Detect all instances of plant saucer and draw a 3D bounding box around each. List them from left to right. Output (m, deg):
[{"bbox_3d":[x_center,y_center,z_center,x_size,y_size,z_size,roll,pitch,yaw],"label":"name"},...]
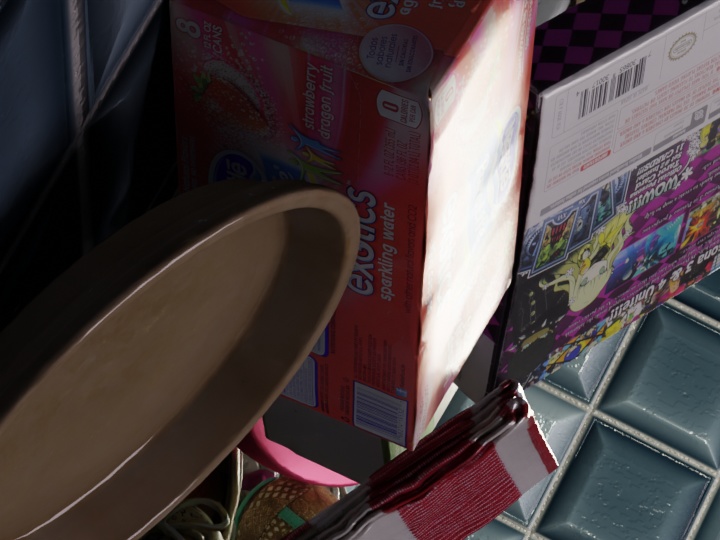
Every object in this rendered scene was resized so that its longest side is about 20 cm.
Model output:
[{"bbox_3d":[-0.080,0.041,0.958,0.200,0.029,0.200,-40,163,-15],"label":"plant saucer"}]

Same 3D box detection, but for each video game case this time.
[{"bbox_3d":[0.124,-0.054,1.180,0.200,0.036,0.182,-30,146,-29],"label":"video game case"}]

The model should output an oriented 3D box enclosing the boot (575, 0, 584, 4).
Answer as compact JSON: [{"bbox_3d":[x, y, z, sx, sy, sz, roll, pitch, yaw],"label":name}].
[{"bbox_3d":[0.135,-0.110,1.481,0.107,0.075,0.201,-54,162,-38],"label":"boot"}]

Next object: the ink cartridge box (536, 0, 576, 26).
[{"bbox_3d":[0.082,-0.163,1.492,0.201,0.083,0.146,-62,174,-14],"label":"ink cartridge box"}]

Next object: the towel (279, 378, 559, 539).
[{"bbox_3d":[-0.004,0.125,1.217,0.200,0.023,0.144,-36,163,-2],"label":"towel"}]

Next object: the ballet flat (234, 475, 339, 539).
[{"bbox_3d":[0.000,0.173,1.390,0.071,0.065,0.200,-49,140,-12],"label":"ballet flat"}]

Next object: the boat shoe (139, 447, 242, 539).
[{"bbox_3d":[-0.091,0.110,1.284,0.200,0.073,0.063,-80,-172,-72],"label":"boat shoe"}]

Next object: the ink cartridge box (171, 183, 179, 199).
[{"bbox_3d":[-0.049,-0.036,1.161,0.161,0.050,0.200,-61,161,-20],"label":"ink cartridge box"}]

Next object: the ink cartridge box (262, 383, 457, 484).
[{"bbox_3d":[0.030,-0.020,1.230,0.200,0.067,0.117,-58,161,-26],"label":"ink cartridge box"}]

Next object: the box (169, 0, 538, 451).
[{"bbox_3d":[-0.003,-0.042,1.041,0.201,0.102,0.095,90,25,-51],"label":"box"}]

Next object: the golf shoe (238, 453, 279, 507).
[{"bbox_3d":[-0.046,0.050,1.426,0.200,0.075,0.092,-58,-174,26],"label":"golf shoe"}]

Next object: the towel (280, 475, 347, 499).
[{"bbox_3d":[-0.034,0.143,1.532,0.200,0.031,0.150,-111,-159,-57],"label":"towel"}]

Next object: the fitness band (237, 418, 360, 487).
[{"bbox_3d":[0.000,0.000,1.331,0.143,0.037,0.201,29,81,-41],"label":"fitness band"}]
